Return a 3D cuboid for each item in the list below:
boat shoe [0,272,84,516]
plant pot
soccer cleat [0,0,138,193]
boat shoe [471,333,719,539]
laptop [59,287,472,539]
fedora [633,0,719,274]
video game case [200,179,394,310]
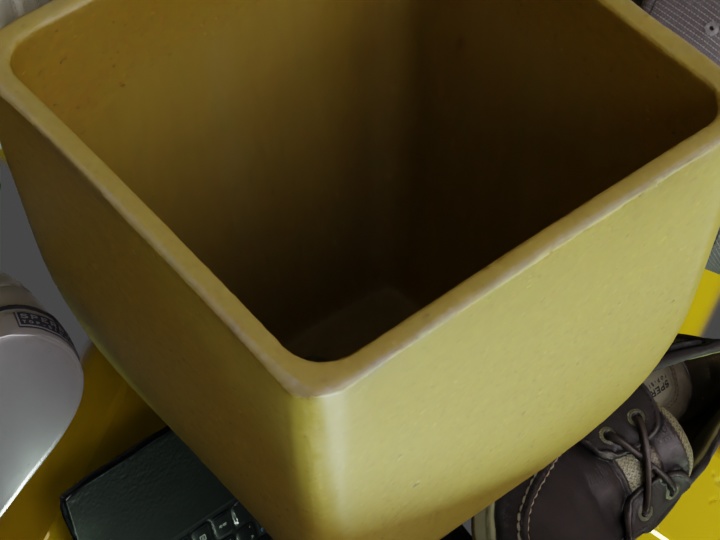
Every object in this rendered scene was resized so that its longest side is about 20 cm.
[{"bbox_3d":[-0.181,0.086,0.862,0.072,0.066,0.201,29,102,-36],"label":"boat shoe"},{"bbox_3d":[0.000,0.000,0.851,0.194,0.195,0.201,-31,146,-24],"label":"plant pot"},{"bbox_3d":[-0.138,-0.101,0.867,0.200,0.069,0.078,47,67,-26],"label":"soccer cleat"},{"bbox_3d":[0.112,0.076,1.013,0.074,0.064,0.200,62,37,-15],"label":"boat shoe"},{"bbox_3d":[-0.002,0.142,0.962,0.177,0.103,0.201,-32,125,-27],"label":"laptop"},{"bbox_3d":[0.147,-0.075,1.022,0.090,0.177,0.202,12,106,-4],"label":"fedora"},{"bbox_3d":[-0.012,-0.083,0.968,0.199,0.036,0.183,-12,103,-32],"label":"video game case"}]
